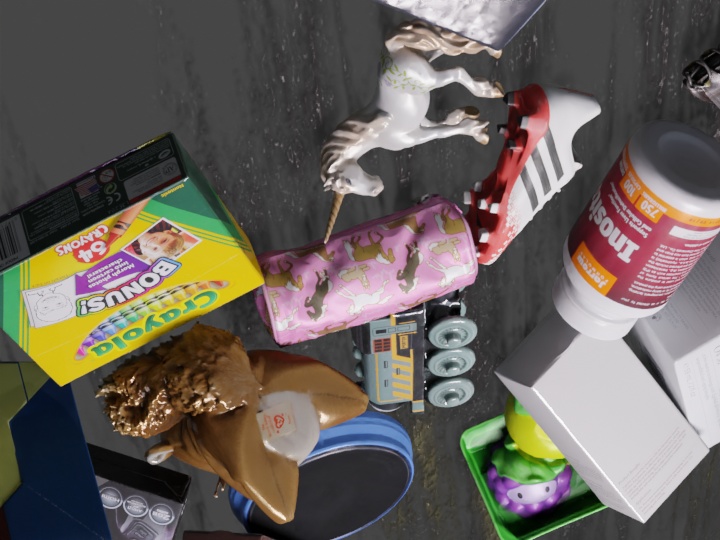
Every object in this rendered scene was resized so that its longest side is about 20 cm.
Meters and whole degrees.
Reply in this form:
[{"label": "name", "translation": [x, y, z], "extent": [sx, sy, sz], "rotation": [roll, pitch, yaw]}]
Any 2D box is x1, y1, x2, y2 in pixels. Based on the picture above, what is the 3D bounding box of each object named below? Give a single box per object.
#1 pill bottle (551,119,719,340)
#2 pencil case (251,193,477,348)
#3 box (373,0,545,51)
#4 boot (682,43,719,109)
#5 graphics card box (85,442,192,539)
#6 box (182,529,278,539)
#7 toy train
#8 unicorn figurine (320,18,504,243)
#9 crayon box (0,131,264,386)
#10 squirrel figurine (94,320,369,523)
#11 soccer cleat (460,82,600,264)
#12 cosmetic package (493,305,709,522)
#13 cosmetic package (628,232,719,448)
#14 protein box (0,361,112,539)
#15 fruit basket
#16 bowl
[{"label": "pill bottle", "translation": [0.255, -0.031, 1.655], "extent": [0.112, 0.113, 0.200], "rotation": [0, 138, -29]}, {"label": "pencil case", "translation": [0.000, 0.000, 1.580], "extent": [0.199, 0.087, 0.083], "rotation": [-20, 159, -6]}, {"label": "box", "translation": [0.022, -0.268, 1.148], "extent": [0.199, 0.197, 0.117], "rotation": [15, 129, -41]}, {"label": "boot", "translation": [0.346, -0.204, 1.521], "extent": [0.174, 0.069, 0.200], "rotation": [-35, 145, 15]}, {"label": "graphics card box", "translation": [-0.242, 0.262, 1.691], "extent": [0.125, 0.051, 0.201], "rotation": [19, 116, -3]}, {"label": "box", "translation": [-0.099, 0.328, 1.911], "extent": [0.100, 0.075, 0.200], "rotation": [-1, 159, 29]}, {"label": "toy train", "translation": [0.048, 0.066, 1.701], "extent": [0.113, 0.086, 0.200], "rotation": [-6, 145, -3]}, {"label": "unicorn figurine", "translation": [0.039, -0.127, 1.459], "extent": [0.137, 0.074, 0.201], "rotation": [-2, 126, -12]}, {"label": "crayon box", "translation": [-0.202, -0.005, 1.481], "extent": [0.199, 0.058, 0.173], "rotation": [-26, 145, 4]}, {"label": "squirrel figurine", "translation": [-0.131, 0.121, 1.606], "extent": [0.200, 0.142, 0.186], "rotation": [39, 157, -26]}, {"label": "soccer cleat", "translation": [0.146, -0.080, 1.574], "extent": [0.085, 0.069, 0.201], "rotation": [-2, 135, -21]}, {"label": "cosmetic package", "translation": [0.239, 0.138, 1.789], "extent": [0.108, 0.085, 0.200], "rotation": [-44, 110, -12]}, {"label": "cosmetic package", "translation": [0.380, 0.050, 1.809], "extent": [0.199, 0.123, 0.200], "rotation": [-31, 145, -2]}, {"label": "protein box", "translation": [-0.326, 0.216, 1.577], "extent": [0.134, 0.199, 0.200], "rotation": [2, 138, -30]}, {"label": "fruit basket", "translation": [0.211, 0.180, 1.894], "extent": [0.215, 0.156, 0.216], "rotation": [-21, 162, -7]}, {"label": "bowl", "translation": [-0.037, 0.221, 1.883], "extent": [0.200, 0.039, 0.201], "rotation": [-15, 144, -12]}]
